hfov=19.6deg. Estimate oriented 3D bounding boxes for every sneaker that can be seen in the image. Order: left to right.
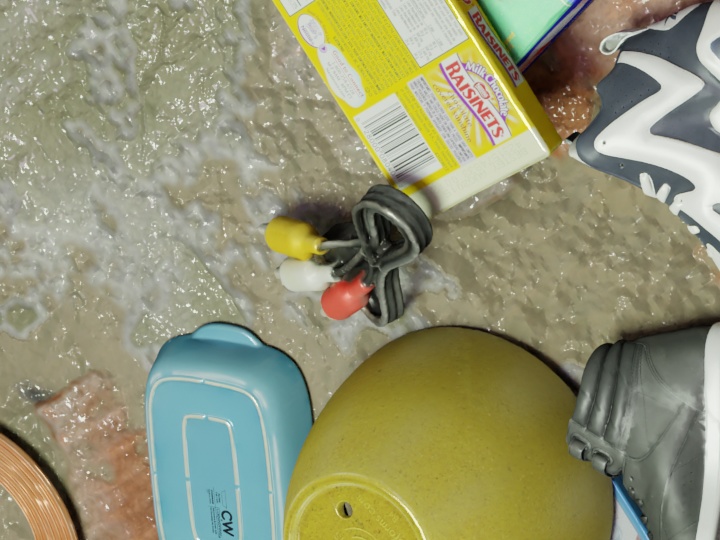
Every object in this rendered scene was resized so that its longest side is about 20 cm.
[{"bbox_3d":[0.172,0.129,1.215,0.099,0.071,0.201,0,88,29],"label":"sneaker"},{"bbox_3d":[0.179,-0.048,1.152,0.129,0.079,0.200,-2,109,29],"label":"sneaker"}]

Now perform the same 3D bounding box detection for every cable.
[{"bbox_3d":[0.000,0.000,1.229,0.097,0.050,0.200,50,166,-10],"label":"cable"}]

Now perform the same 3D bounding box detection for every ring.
[{"bbox_3d":[-0.285,0.193,1.523,0.200,0.019,0.201,11,114,24],"label":"ring"}]

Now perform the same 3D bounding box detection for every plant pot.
[{"bbox_3d":[0.032,0.148,1.253,0.200,0.142,0.201,8,107,29],"label":"plant pot"}]

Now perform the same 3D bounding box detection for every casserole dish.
[{"bbox_3d":[-0.090,0.134,1.388,0.121,0.039,0.201,7,114,25],"label":"casserole dish"}]

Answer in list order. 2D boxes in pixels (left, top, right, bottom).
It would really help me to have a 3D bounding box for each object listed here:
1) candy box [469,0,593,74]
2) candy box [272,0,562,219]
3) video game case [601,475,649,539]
[{"bbox_3d":[0.031,-0.195,1.167,0.200,0.077,0.169,47,125,4],"label":"candy box"},{"bbox_3d":[0.017,-0.131,1.141,0.102,0.026,0.200,-28,99,35],"label":"candy box"},{"bbox_3d":[0.152,0.230,1.314,0.143,0.018,0.200,-29,95,34],"label":"video game case"}]
